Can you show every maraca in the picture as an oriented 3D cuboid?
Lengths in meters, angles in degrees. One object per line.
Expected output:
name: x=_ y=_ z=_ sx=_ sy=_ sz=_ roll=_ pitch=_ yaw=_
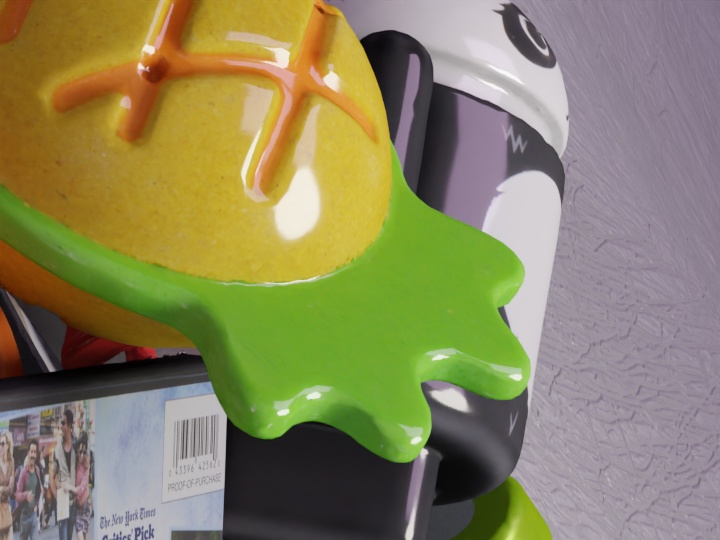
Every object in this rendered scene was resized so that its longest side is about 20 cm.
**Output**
maraca: x=-0.043 y=-0.028 z=0.716 sx=0.200 sy=0.107 sz=0.137 roll=42 pitch=42 yaw=17

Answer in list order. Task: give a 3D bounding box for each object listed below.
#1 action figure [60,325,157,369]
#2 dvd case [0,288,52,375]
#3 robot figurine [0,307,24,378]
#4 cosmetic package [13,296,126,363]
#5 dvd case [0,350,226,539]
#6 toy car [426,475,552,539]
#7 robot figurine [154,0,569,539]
action figure: x=-0.053 y=-0.065 z=0.833 sx=0.065 sy=0.099 sz=0.201 roll=48 pitch=22 yaw=-55
dvd case: x=-0.060 y=0.104 z=0.865 sx=0.201 sy=0.017 sz=0.143 roll=60 pitch=-5 yaw=12
robot figurine: x=-0.152 y=0.037 z=0.682 sx=0.117 sy=0.143 sz=0.200 roll=-69 pitch=163 yaw=5
cosmetic package: x=-0.127 y=-0.041 z=0.950 sx=0.200 sy=0.071 sz=0.102 roll=50 pitch=23 yaw=-47
dvd case: x=-0.072 y=0.124 z=0.710 sx=0.143 sy=0.017 sz=0.201 roll=-4 pitch=97 yaw=-68
toy car: x=0.072 y=0.192 z=0.949 sx=0.165 sy=0.158 sz=0.200 roll=56 pitch=-11 yaw=-32
robot figurine: x=0.002 y=0.000 z=0.898 sx=0.124 sy=0.150 sz=0.201 roll=25 pitch=65 yaw=-34
